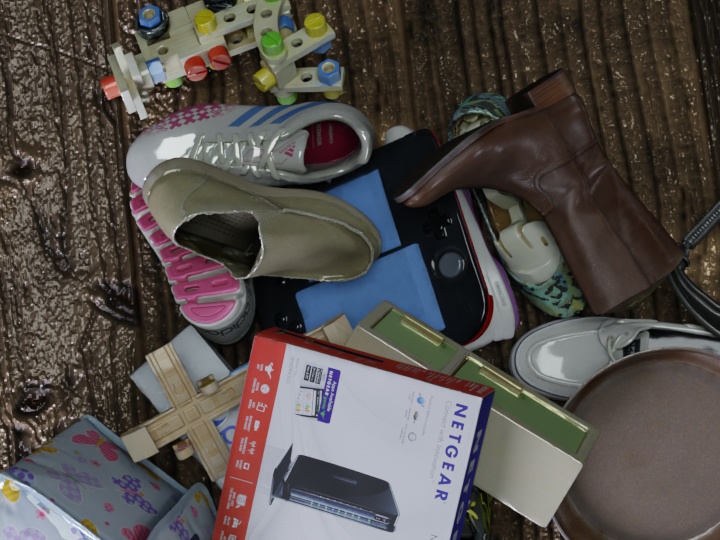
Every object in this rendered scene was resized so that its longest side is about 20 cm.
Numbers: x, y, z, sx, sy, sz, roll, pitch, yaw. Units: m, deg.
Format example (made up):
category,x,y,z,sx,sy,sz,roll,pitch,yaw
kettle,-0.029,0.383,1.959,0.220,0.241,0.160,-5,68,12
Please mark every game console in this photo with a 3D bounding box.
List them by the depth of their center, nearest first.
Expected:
category,x,y,z,sx,sy,sz,roll,pitch,yaw
game console,0.000,0.000,1.395,0.199,0.031,0.178,-22,82,22

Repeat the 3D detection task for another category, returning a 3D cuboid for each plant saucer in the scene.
category,x,y,z,sx,sy,sz,roll,pitch,yaw
plant saucer,0.242,0.153,1.380,0.199,0.032,0.201,-2,106,-5

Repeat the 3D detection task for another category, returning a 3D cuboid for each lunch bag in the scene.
category,x,y,z,sx,sy,sz,roll,pitch,yaw
lunch bag,-0.186,0.221,1.320,0.200,0.170,0.127,38,106,5

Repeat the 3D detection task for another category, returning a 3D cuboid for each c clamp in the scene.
category,x,y,z,sx,sy,sz,roll,pitch,yaw
c clamp,0.319,-0.037,1.425,0.171,0.027,0.200,36,68,12

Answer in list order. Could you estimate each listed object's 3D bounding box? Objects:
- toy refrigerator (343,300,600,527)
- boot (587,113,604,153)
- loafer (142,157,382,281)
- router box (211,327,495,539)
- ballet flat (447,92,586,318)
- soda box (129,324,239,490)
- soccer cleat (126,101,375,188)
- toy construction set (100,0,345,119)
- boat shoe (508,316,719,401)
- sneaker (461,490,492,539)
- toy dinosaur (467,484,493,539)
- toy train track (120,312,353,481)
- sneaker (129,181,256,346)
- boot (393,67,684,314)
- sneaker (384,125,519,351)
category,x,y,z,sx,sy,sz,roll,pitch,yaw
toy refrigerator,0.080,0.105,1.316,0.199,0.076,0.070,31,112,9
boot,0.185,-0.066,1.423,0.073,0.075,0.201,-23,83,-6
loafer,-0.074,-0.025,1.325,0.199,0.076,0.068,14,42,-22
router box,-0.010,0.161,1.277,0.179,0.049,0.201,14,98,15
ballet flat,0.123,-0.050,1.407,0.074,0.074,0.201,-25,84,-4
soda box,-0.097,0.142,1.394,0.068,0.063,0.200,-40,83,-3
soccer cleat,-0.085,-0.097,1.350,0.199,0.086,0.070,-10,107,-9
toy construction set,-0.122,-0.177,1.418,0.199,0.092,0.131,-13,55,-16
boat shoe,0.223,0.073,1.405,0.199,0.066,0.072,4,81,0
sneaker,0.079,0.185,1.377,0.074,0.085,0.201,-1,83,-2
toy dinosaur,0.056,0.201,1.316,0.088,0.047,0.201,-23,76,17
toy train track,-0.093,0.093,1.336,0.199,0.033,0.115,-29,102,-6
sneaker,-0.133,-0.016,1.410,0.073,0.088,0.200,-24,54,-1
boot,0.146,-0.032,1.350,0.186,0.064,0.200,-34,99,-16
sneaker,0.054,-0.023,1.414,0.099,0.075,0.201,-24,82,-3
